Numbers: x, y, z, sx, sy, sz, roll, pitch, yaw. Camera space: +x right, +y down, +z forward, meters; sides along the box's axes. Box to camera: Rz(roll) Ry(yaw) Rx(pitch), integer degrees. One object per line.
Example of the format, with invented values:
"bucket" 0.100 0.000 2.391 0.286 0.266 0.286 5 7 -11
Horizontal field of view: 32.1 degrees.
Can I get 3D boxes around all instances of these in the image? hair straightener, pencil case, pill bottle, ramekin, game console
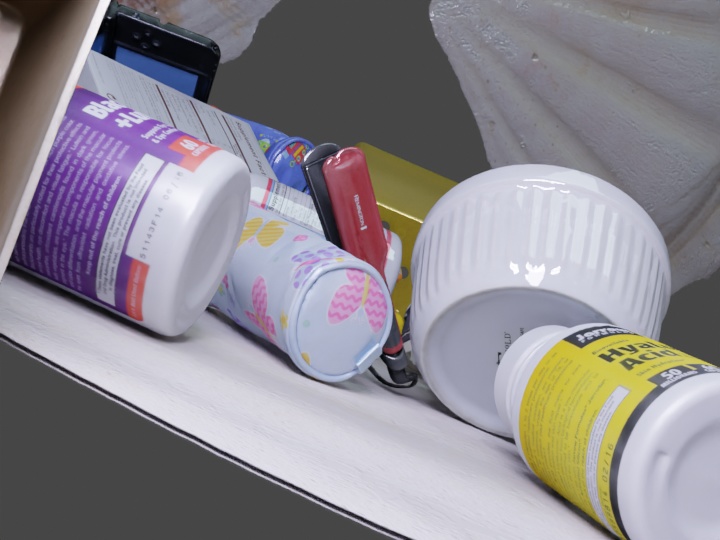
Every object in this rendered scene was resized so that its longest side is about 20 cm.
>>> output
"hair straightener" 0.000 0.000 0.913 0.077 0.041 0.202 24 -41 58
"pencil case" -0.124 -0.122 1.343 0.199 0.078 0.087 25 -16 46
"pill bottle" -0.173 -0.051 0.732 0.198 0.113 0.111 24 2 8
"ramekin" 0.127 0.033 0.919 0.198 0.201 0.106 23 43 -6
"game console" -0.248 -0.154 1.236 0.173 0.118 0.201 20 -33 -8
"pencil case" -0.059 0.011 0.887 0.199 0.082 0.092 25 -41 56
"pill bottle" -0.070 -0.017 1.093 0.197 0.110 0.109 22 2 -9
"pill bottle" 0.158 0.095 0.756 0.110 0.113 0.200 22 2 -22

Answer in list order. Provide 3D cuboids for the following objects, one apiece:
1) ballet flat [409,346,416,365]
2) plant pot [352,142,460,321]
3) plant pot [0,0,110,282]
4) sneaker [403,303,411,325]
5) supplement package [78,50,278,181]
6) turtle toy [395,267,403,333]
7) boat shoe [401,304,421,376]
"ballet flat" 0.133 0.099 1.063 0.198 0.073 0.072 22 2 -33
"plant pot" 0.031 -0.029 1.595 0.198 0.203 0.176 23 14 8
"plant pot" -0.223 -0.097 0.535 0.197 0.203 0.177 22 -10 -15
"sneaker" 0.129 0.077 1.229 0.198 0.073 0.072 28 -38 -15
"supplement package" -0.194 -0.098 1.174 0.198 0.117 0.118 22 27 -40
"turtle toy" -0.035 -0.005 1.249 0.144 0.102 0.199 22 2 -29
"boat shoe" 0.124 0.077 1.148 0.198 0.064 0.073 20 -34 -26
